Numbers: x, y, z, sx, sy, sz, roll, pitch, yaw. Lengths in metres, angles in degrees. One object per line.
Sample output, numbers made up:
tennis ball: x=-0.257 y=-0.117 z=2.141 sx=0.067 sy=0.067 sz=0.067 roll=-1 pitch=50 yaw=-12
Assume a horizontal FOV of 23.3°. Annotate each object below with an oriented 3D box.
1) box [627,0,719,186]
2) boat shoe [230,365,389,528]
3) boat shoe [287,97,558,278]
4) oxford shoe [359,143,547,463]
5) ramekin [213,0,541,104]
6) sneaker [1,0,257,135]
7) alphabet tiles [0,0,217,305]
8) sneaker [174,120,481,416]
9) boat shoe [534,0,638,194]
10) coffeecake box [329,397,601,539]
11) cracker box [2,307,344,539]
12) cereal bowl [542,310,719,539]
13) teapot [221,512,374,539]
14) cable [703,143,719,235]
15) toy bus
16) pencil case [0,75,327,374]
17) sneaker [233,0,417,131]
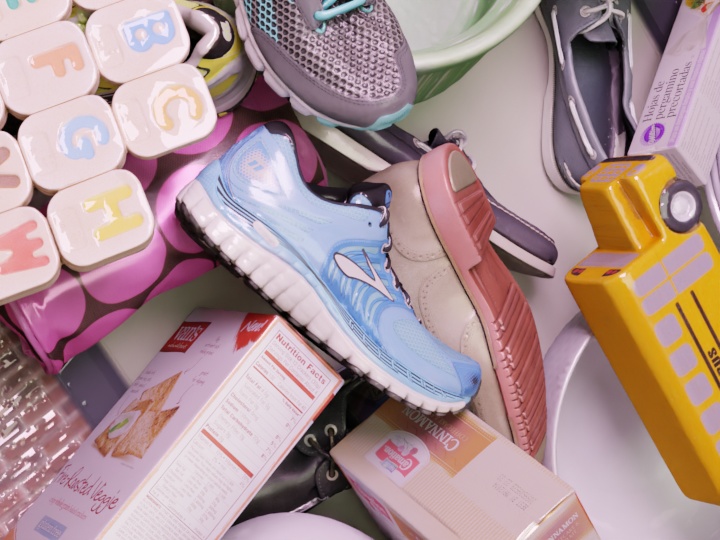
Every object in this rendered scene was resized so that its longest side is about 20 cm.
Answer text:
box: x=0.220 y=-0.142 z=1.106 sx=0.041 sy=0.038 sz=0.202 roll=42 pitch=57 yaw=-34
boat shoe: x=-0.012 y=0.093 z=1.026 sx=0.199 sy=0.056 sz=0.069 roll=-36 pitch=106 yaw=-20
boat shoe: x=0.045 y=-0.062 z=1.042 sx=0.199 sy=0.073 sz=0.063 roll=31 pitch=79 yaw=-17
oxford shoe: x=0.055 y=0.028 z=1.003 sx=0.073 sy=0.071 sz=0.202 roll=-15 pitch=104 yaw=22
ramekin: x=0.006 y=-0.187 z=0.975 sx=0.197 sy=0.098 sz=0.202 roll=3 pitch=73 yaw=-11
sneaker: x=-0.155 y=-0.118 z=0.915 sx=0.197 sy=0.076 sz=0.076 roll=-6 pitch=78 yaw=0
alphabet tiles: x=-0.177 y=-0.089 z=0.856 sx=0.194 sy=0.015 sz=0.202 roll=-20 pitch=82 yaw=-8
sneaker: x=0.000 y=0.000 z=0.920 sx=0.200 sy=0.078 sz=0.090 roll=42 pitch=84 yaw=-24
boat shoe: x=0.149 y=-0.149 z=1.093 sx=0.072 sy=0.062 sz=0.203 roll=-2 pitch=93 yaw=-25
coffeecake box: x=0.086 y=0.176 z=0.988 sx=0.073 sy=0.153 sz=0.201 roll=-40 pitch=126 yaw=-12
cracker box: x=-0.111 y=0.112 z=0.938 sx=0.058 sy=0.134 sz=0.200 roll=45 pitch=73 yaw=-18
cereal bowl: x=0.185 y=0.101 z=1.104 sx=0.198 sy=0.083 sz=0.203 roll=-1 pitch=91 yaw=-26
teapot: x=-0.024 y=0.235 z=0.953 sx=0.199 sy=0.145 sz=0.199 roll=-29 pitch=119 yaw=-29
cable: x=0.304 y=-0.046 z=1.128 sx=0.200 sy=0.069 sz=0.200 roll=50 pitch=45 yaw=-8
toy bus: x=0.184 y=0.033 z=1.023 sx=0.078 sy=0.065 sz=0.201 roll=-36 pitch=105 yaw=-18
pencil case: x=-0.112 y=-0.021 z=0.962 sx=0.199 sy=0.094 sz=0.091 roll=-31 pitch=78 yaw=-18
sneaker: x=-0.033 y=-0.162 z=0.858 sx=0.077 sy=0.091 sz=0.201 roll=-29 pitch=81 yaw=-17
